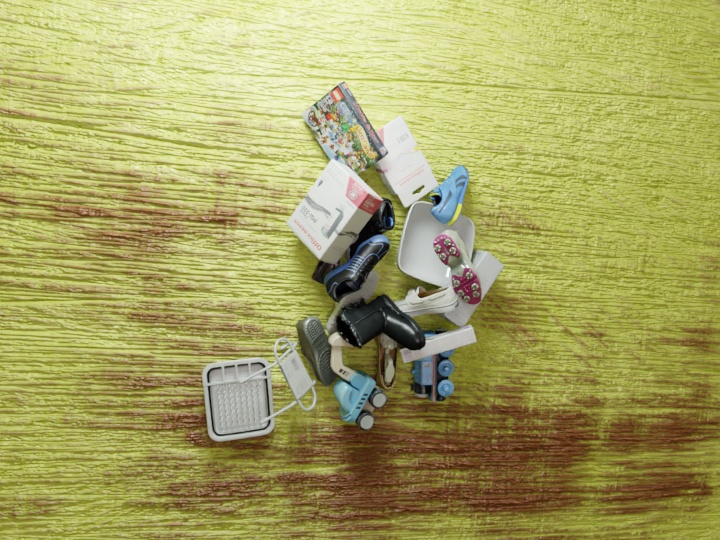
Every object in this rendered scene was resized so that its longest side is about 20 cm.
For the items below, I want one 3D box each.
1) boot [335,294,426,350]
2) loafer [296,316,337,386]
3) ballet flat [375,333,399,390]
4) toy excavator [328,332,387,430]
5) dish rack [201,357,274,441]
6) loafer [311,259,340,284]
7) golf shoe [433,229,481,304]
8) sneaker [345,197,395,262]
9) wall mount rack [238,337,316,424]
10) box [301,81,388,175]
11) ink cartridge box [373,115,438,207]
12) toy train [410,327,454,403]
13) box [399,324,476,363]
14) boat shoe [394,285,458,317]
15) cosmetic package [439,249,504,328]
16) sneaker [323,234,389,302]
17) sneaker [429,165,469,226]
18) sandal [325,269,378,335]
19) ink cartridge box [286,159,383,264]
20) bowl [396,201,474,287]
[{"bbox_3d":[0.046,0.148,1.382,0.161,0.198,0.074,-21,143,-36],"label":"boot"},{"bbox_3d":[-0.112,0.205,1.442,0.075,0.069,0.203,-31,114,-35],"label":"loafer"},{"bbox_3d":[0.077,0.218,1.478,0.067,0.063,0.204,-1,96,-12],"label":"ballet flat"},{"bbox_3d":[-0.027,0.282,1.427,0.198,0.100,0.197,30,89,-24],"label":"toy excavator"},{"bbox_3d":[-0.308,0.322,1.417,0.168,0.044,0.204,-5,97,-12],"label":"dish rack"},{"bbox_3d":[-0.073,-0.061,1.416,0.062,0.072,0.204,14,96,-9],"label":"loafer"},{"bbox_3d":[0.256,-0.014,1.393,0.074,0.092,0.202,-19,105,34],"label":"golf shoe"},{"bbox_3d":[0.029,-0.087,1.403,0.072,0.111,0.204,10,94,-36],"label":"sneaker"},{"bbox_3d":[-0.197,0.277,1.383,0.173,0.074,0.203,-39,109,-47],"label":"wall mount rack"},{"bbox_3d":[-0.039,-0.335,1.367,0.135,0.038,0.202,-25,104,38],"label":"box"},{"bbox_3d":[0.101,-0.274,1.430,0.115,0.067,0.202,-33,100,-7],"label":"ink cartridge box"},{"bbox_3d":[0.191,0.254,1.499,0.112,0.087,0.204,0,97,-3],"label":"toy train"},{"bbox_3d":[0.197,0.189,1.431,0.196,0.039,0.042,-18,96,5],"label":"box"},{"bbox_3d":[0.152,0.074,1.434,0.197,0.071,0.071,-9,110,33],"label":"boat shoe"},{"bbox_3d":[0.284,0.045,1.486,0.073,0.102,0.202,33,87,-15],"label":"cosmetic package"},{"bbox_3d":[0.000,0.000,1.365,0.199,0.078,0.070,-41,131,9],"label":"sneaker"},{"bbox_3d":[0.224,-0.207,1.424,0.077,0.066,0.202,27,55,-10],"label":"sneaker"},{"bbox_3d":[-0.031,0.074,1.444,0.082,0.050,0.204,31,98,-46],"label":"sandal"},{"bbox_3d":[-0.065,-0.140,1.346,0.146,0.084,0.201,45,106,26],"label":"ink cartridge box"},{"bbox_3d":[0.190,-0.062,1.455,0.197,0.075,0.204,17,80,-13],"label":"bowl"}]
